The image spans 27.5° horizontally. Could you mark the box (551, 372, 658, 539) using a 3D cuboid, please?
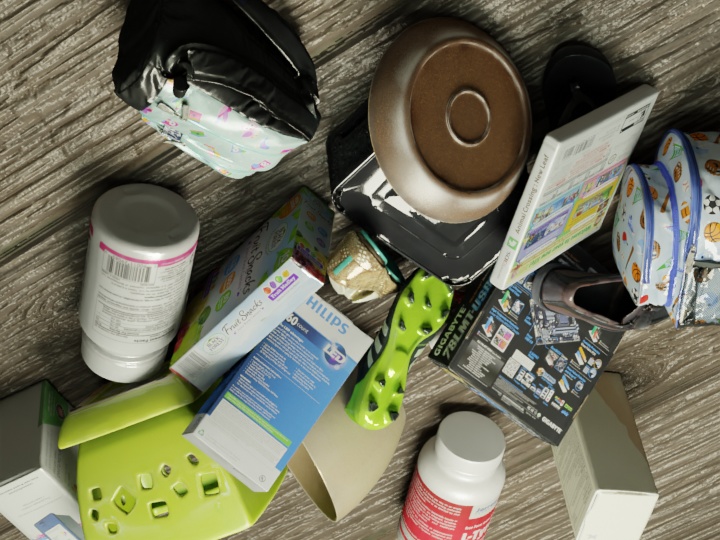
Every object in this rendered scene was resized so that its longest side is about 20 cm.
[{"bbox_3d":[0.283,0.220,1.748,0.077,0.201,0.095,5,130,-11],"label":"box"}]

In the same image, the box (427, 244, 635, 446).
[{"bbox_3d":[0.199,0.066,1.639,0.200,0.050,0.199,36,81,-33],"label":"box"}]

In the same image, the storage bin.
[{"bbox_3d":[0.075,-0.092,1.526,0.200,0.094,0.135,33,121,-30],"label":"storage bin"}]

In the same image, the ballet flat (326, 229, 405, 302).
[{"bbox_3d":[0.000,0.000,1.558,0.065,0.071,0.200,-39,165,3],"label":"ballet flat"}]

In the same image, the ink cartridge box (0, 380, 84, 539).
[{"bbox_3d":[-0.351,0.252,1.740,0.087,0.146,0.200,-24,129,12],"label":"ink cartridge box"}]

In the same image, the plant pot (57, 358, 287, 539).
[{"bbox_3d":[-0.218,0.204,1.667,0.198,0.200,0.182,-20,96,12],"label":"plant pot"}]

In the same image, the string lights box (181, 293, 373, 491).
[{"bbox_3d":[-0.086,0.123,1.555,0.103,0.200,0.059,39,162,-9],"label":"string lights box"}]

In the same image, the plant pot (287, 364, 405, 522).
[{"bbox_3d":[-0.027,0.169,1.695,0.134,0.200,0.201,-30,132,-14],"label":"plant pot"}]

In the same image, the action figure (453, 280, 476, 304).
[{"bbox_3d":[0.170,0.039,1.680,0.200,0.052,0.065,32,126,-33],"label":"action figure"}]

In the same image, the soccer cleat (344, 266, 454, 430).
[{"bbox_3d":[0.038,0.077,1.595,0.067,0.081,0.201,31,78,-25],"label":"soccer cleat"}]

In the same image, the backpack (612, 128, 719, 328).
[{"bbox_3d":[0.348,-0.053,1.542,0.153,0.200,0.192,4,118,-12],"label":"backpack"}]

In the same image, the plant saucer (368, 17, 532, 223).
[{"bbox_3d":[0.097,-0.147,1.427,0.200,0.201,0.032,33,161,-30],"label":"plant saucer"}]

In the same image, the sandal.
[{"bbox_3d":[0.227,-0.144,1.529,0.076,0.043,0.201,-5,131,-2],"label":"sandal"}]

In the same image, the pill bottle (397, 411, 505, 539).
[{"bbox_3d":[0.117,0.275,1.836,0.111,0.113,0.201,5,131,-10],"label":"pill bottle"}]

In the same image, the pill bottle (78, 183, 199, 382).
[{"bbox_3d":[-0.241,0.017,1.570,0.113,0.114,0.201,7,130,-13],"label":"pill bottle"}]

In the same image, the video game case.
[{"bbox_3d":[0.219,-0.087,1.502,0.200,0.022,0.183,-29,146,-46],"label":"video game case"}]

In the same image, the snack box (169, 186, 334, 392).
[{"bbox_3d":[-0.115,0.020,1.565,0.053,0.143,0.200,38,118,-21],"label":"snack box"}]

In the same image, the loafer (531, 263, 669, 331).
[{"bbox_3d":[0.280,0.035,1.616,0.199,0.063,0.072,8,97,-32],"label":"loafer"}]

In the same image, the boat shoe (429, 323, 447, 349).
[{"bbox_3d":[0.161,0.112,1.737,0.065,0.074,0.200,-20,134,39],"label":"boat shoe"}]

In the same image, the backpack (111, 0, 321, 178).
[{"bbox_3d":[-0.134,-0.181,1.398,0.199,0.168,0.126,31,141,-32],"label":"backpack"}]
